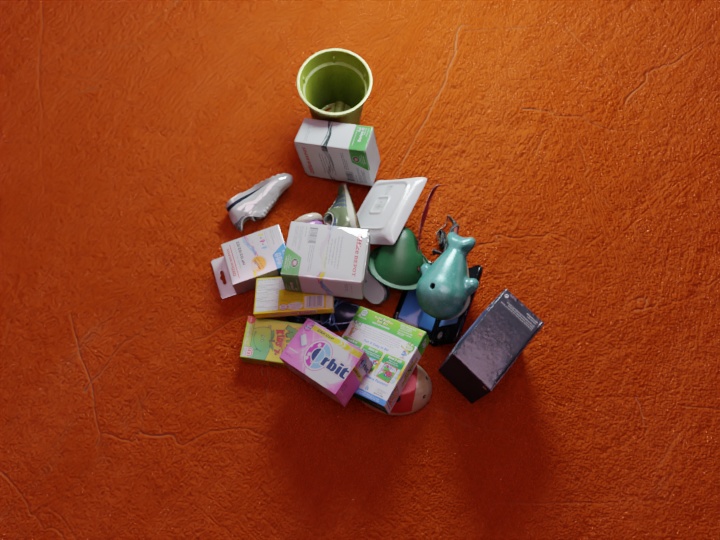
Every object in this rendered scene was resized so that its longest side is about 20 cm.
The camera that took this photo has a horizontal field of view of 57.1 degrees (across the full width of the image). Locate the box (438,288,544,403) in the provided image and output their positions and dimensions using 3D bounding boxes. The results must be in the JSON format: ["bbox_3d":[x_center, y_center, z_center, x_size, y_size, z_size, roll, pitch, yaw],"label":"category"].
[{"bbox_3d":[0.292,0.177,1.511,0.123,0.201,0.199,40,73,10],"label":"box"}]

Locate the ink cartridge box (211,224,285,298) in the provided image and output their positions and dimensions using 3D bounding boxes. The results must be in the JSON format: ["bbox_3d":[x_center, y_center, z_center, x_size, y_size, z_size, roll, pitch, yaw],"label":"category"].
[{"bbox_3d":[-0.278,-0.021,1.668,0.194,0.068,0.118,-20,69,-7],"label":"ink cartridge box"}]

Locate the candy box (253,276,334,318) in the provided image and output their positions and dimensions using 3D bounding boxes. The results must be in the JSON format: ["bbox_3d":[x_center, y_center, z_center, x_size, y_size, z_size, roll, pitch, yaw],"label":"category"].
[{"bbox_3d":[-0.159,0.060,1.595,0.193,0.027,0.105,-4,53,5],"label":"candy box"}]

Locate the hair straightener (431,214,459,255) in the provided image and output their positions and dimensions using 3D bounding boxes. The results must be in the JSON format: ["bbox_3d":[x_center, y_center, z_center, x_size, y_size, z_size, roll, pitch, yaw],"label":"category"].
[{"bbox_3d":[0.211,-0.069,1.661,0.075,0.041,0.204,-13,42,19],"label":"hair straightener"}]

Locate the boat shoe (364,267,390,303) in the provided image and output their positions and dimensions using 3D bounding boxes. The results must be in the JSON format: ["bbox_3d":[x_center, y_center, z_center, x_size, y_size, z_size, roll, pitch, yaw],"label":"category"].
[{"bbox_3d":[0.000,0.000,1.662,0.071,0.063,0.202,-42,77,22],"label":"boat shoe"}]

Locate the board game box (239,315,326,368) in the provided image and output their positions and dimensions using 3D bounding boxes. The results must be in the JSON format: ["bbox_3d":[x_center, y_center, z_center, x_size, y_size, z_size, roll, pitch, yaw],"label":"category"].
[{"bbox_3d":[-0.185,0.179,1.600,0.193,0.048,0.105,8,68,4],"label":"board game box"}]

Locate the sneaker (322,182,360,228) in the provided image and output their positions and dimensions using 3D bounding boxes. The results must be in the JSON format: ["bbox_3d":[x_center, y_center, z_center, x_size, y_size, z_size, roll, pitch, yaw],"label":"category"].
[{"bbox_3d":[-0.058,-0.151,1.686,0.087,0.068,0.203,-20,38,4],"label":"sneaker"}]

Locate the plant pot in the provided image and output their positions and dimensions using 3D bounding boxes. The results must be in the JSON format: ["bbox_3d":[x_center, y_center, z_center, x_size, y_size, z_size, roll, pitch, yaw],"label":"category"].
[{"bbox_3d":[-0.066,-0.448,1.769,0.193,0.185,0.207,0,68,0],"label":"plant pot"}]

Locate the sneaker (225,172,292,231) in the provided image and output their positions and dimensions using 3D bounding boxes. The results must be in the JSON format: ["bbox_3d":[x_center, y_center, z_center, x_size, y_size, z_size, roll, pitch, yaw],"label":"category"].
[{"bbox_3d":[-0.256,-0.183,1.737,0.197,0.076,0.082,-32,82,-7],"label":"sneaker"}]

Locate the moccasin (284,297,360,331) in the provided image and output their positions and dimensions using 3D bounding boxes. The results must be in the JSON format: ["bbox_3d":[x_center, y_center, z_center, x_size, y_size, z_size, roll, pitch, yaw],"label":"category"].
[{"bbox_3d":[-0.091,0.109,1.615,0.193,0.069,0.083,-5,68,-1],"label":"moccasin"}]

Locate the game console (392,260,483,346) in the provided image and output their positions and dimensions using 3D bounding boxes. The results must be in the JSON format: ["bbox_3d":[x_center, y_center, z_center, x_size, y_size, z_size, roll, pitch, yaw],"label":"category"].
[{"bbox_3d":[0.186,0.066,1.608,0.117,0.172,0.205,29,70,-16],"label":"game console"}]

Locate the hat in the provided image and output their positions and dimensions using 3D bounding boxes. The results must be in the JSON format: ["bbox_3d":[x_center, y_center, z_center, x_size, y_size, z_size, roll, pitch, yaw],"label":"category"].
[{"bbox_3d":[0.109,-0.086,1.594,0.160,0.180,0.203,6,38,-6],"label":"hat"}]

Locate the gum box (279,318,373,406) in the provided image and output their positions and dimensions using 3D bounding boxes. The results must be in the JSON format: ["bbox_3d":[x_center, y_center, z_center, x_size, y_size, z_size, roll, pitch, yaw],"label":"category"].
[{"bbox_3d":[-0.083,0.203,1.495,0.197,0.067,0.115,25,69,36],"label":"gum box"}]

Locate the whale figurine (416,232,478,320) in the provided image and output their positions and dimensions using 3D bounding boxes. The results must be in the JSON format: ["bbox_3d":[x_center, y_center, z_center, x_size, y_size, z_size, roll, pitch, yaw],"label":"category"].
[{"bbox_3d":[0.198,0.010,1.524,0.156,0.103,0.206,20,90,35],"label":"whale figurine"}]

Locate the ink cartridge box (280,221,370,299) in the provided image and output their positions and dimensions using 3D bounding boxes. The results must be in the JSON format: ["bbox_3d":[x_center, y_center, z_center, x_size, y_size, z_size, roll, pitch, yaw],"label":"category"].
[{"bbox_3d":[-0.079,-0.024,1.569,0.193,0.088,0.149,5,61,7],"label":"ink cartridge box"}]

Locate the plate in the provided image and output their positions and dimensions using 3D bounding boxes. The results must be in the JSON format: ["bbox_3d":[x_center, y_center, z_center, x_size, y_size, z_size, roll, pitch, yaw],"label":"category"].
[{"bbox_3d":[0.056,-0.157,1.670,0.032,0.197,0.204,41,68,-32],"label":"plate"}]

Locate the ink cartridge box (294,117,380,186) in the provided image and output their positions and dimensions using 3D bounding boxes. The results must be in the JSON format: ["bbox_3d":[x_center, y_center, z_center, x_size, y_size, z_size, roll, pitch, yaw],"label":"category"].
[{"bbox_3d":[-0.057,-0.308,1.718,0.194,0.148,0.085,11,65,16],"label":"ink cartridge box"}]

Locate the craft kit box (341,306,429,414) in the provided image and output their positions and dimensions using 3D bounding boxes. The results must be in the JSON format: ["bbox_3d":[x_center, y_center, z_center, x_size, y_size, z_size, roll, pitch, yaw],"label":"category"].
[{"bbox_3d":[0.030,0.200,1.519,0.196,0.049,0.200,19,67,34],"label":"craft kit box"}]

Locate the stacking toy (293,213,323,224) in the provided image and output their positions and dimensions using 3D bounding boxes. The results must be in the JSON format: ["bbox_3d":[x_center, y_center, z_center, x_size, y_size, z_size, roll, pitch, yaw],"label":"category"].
[{"bbox_3d":[-0.109,-0.037,1.673,0.083,0.086,0.206,-17,75,-6],"label":"stacking toy"}]

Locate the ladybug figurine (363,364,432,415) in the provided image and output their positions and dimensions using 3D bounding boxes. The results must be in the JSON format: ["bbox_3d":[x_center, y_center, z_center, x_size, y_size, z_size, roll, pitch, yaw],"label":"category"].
[{"bbox_3d":[0.073,0.265,1.551,0.193,0.072,0.140,5,69,3],"label":"ladybug figurine"}]
